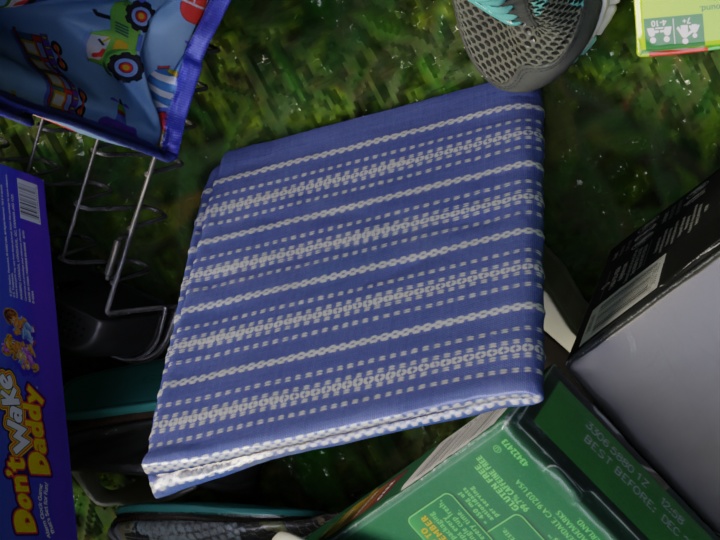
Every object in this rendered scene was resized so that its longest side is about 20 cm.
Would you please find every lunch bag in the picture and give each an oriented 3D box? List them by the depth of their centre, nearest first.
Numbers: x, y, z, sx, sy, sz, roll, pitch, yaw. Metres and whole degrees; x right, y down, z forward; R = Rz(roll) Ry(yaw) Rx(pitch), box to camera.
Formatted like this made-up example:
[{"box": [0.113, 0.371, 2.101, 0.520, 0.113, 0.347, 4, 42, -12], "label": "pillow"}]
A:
[{"box": [-0.155, -0.105, 0.650, 0.150, 0.200, 0.094, 28, 105, 21], "label": "lunch bag"}]

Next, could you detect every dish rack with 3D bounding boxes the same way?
[{"box": [-0.127, -0.074, 0.780, 0.153, 0.055, 0.200, 24, 105, 20], "label": "dish rack"}]

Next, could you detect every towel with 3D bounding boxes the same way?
[{"box": [0.000, 0.000, 0.711, 0.145, 0.200, 0.024, -14, 124, 15], "label": "towel"}]

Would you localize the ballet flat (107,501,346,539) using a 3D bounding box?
[{"box": [-0.008, 0.123, 0.796, 0.200, 0.072, 0.072, -5, 104, 8], "label": "ballet flat"}]

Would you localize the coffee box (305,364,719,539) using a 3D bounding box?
[{"box": [0.040, 0.128, 0.697, 0.123, 0.044, 0.200, 46, 133, -2], "label": "coffee box"}]

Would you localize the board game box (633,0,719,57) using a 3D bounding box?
[{"box": [0.198, -0.139, 0.698, 0.200, 0.048, 0.102, -3, 105, 15], "label": "board game box"}]

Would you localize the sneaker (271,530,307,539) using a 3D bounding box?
[{"box": [-0.006, 0.136, 0.649, 0.200, 0.078, 0.079, -14, 116, 40], "label": "sneaker"}]

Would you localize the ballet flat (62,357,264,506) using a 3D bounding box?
[{"box": [-0.134, 0.074, 0.831, 0.200, 0.068, 0.068, 1, 119, 14], "label": "ballet flat"}]

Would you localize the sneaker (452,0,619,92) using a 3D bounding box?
[{"box": [0.045, -0.122, 0.669, 0.078, 0.091, 0.200, 34, 154, 21], "label": "sneaker"}]

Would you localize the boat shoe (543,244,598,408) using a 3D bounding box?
[{"box": [0.090, 0.057, 0.768, 0.201, 0.072, 0.061, 47, 109, 6], "label": "boat shoe"}]

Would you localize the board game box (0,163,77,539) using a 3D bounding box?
[{"box": [-0.173, 0.073, 0.728, 0.134, 0.045, 0.200, -23, 64, 30], "label": "board game box"}]

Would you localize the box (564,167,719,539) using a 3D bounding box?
[{"box": [0.190, 0.053, 0.698, 0.124, 0.149, 0.200, -39, 94, 21], "label": "box"}]
